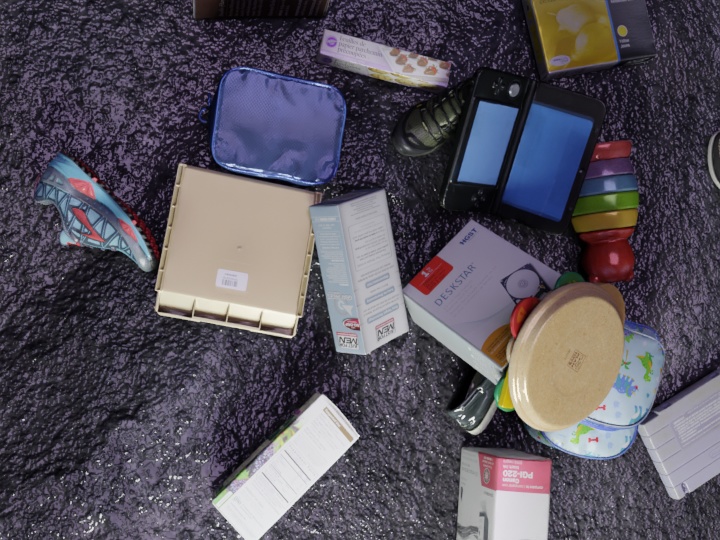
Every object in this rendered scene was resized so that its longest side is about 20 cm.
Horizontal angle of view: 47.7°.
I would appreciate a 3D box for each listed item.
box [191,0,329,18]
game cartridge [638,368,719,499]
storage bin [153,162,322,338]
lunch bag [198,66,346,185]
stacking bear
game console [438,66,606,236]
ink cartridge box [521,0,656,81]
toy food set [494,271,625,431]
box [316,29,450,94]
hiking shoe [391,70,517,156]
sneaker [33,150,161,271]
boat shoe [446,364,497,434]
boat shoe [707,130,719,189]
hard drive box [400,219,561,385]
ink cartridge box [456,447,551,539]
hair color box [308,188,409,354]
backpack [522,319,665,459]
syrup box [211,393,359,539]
[{"bbox_3d":[-0.139,-0.458,1.119,0.195,0.164,0.170,-4,85,-11],"label":"box"},{"bbox_3d":[0.525,0.239,1.242,0.197,0.038,0.131,-27,86,-13],"label":"game cartridge"},{"bbox_3d":[-0.165,-0.024,1.103,0.196,0.094,0.203,11,82,-10],"label":"storage bin"},{"bbox_3d":[-0.123,-0.197,1.113,0.196,0.132,0.139,11,97,-11],"label":"lunch bag"},{"bbox_3d":[0.359,-0.082,1.208,0.119,0.113,0.205,-8,91,-18],"label":"stacking bear"},{"bbox_3d":[0.225,-0.163,1.142,0.173,0.116,0.204,0,112,-40],"label":"game console"},{"bbox_3d":[0.351,-0.413,1.274,0.194,0.047,0.204,-12,89,-11],"label":"ink cartridge box"},{"bbox_3d":[0.255,0.104,1.023,0.195,0.048,0.204,11,99,-33],"label":"toy food set"},{"bbox_3d":[0.035,-0.306,1.201,0.196,0.041,0.040,13,81,-10],"label":"box"},{"bbox_3d":[0.132,-0.238,1.179,0.198,0.101,0.077,-32,84,-14],"label":"hiking shoe"},{"bbox_3d":[-0.352,-0.060,1.088,0.200,0.079,0.096,44,87,5],"label":"sneaker"},{"bbox_3d":[0.180,0.129,1.164,0.065,0.074,0.202,28,88,-18],"label":"boat shoe"},{"bbox_3d":[0.605,-0.128,1.283,0.072,0.060,0.205,-10,86,-11],"label":"boat shoe"},{"bbox_3d":[0.179,0.047,1.115,0.156,0.077,0.199,-44,50,-12],"label":"hard drive box"},{"bbox_3d":[0.189,0.350,1.104,0.083,0.146,0.205,5,82,-12],"label":"ink cartridge box"},{"bbox_3d":[0.000,0.000,1.103,0.098,0.060,0.204,-22,106,-44],"label":"hair color box"},{"bbox_3d":[0.322,0.161,1.152,0.179,0.147,0.204,16,84,-6],"label":"backpack"},{"bbox_3d":[-0.100,0.260,1.091,0.200,0.079,0.082,-44,93,-12],"label":"syrup box"}]
